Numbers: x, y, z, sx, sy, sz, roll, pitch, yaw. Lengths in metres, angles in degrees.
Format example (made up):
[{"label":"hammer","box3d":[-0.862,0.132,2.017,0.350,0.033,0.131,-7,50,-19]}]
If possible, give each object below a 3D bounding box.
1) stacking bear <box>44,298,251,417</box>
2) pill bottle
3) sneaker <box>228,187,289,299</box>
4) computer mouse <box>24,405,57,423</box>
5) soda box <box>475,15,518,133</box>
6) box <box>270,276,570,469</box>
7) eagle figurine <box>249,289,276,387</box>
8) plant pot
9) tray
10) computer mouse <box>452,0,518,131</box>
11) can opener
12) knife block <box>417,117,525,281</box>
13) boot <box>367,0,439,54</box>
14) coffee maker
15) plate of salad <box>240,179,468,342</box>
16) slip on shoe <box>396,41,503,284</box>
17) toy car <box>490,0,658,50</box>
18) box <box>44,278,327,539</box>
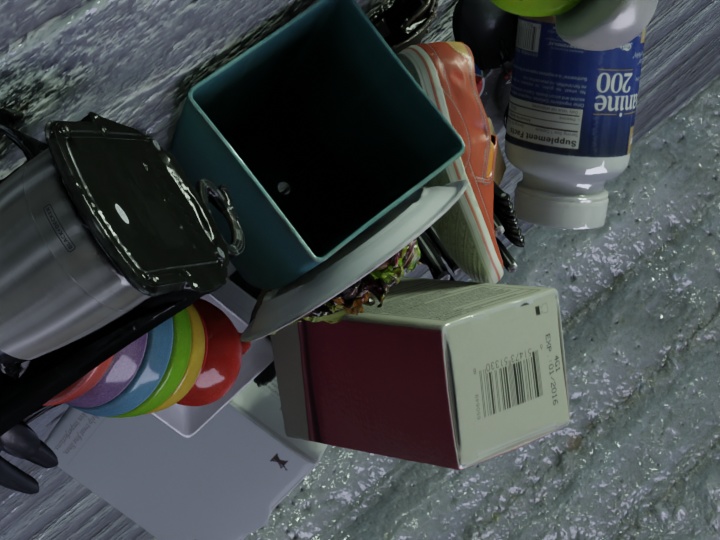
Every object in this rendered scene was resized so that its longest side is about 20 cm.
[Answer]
[{"label":"stacking bear","box3d":[-0.158,0.050,1.165,0.121,0.114,0.200,-44,152,17]},{"label":"pill bottle","box3d":[0.185,-0.142,1.429,0.111,0.110,0.201,-26,124,-63]},{"label":"sneaker","box3d":[-0.071,-0.008,1.568,0.200,0.090,0.070,-45,171,28]},{"label":"computer mouse","box3d":[-0.255,0.087,1.370,0.110,0.044,0.200,-32,168,-44]},{"label":"soda box","box3d":[0.113,-0.176,1.555,0.071,0.064,0.200,17,130,-37]},{"label":"box","box3d":[0.043,0.073,1.253,0.127,0.110,0.199,-16,-167,-40]},{"label":"eagle figurine","box3d":[-0.057,-0.011,1.394,0.151,0.152,0.200,-48,170,36]},{"label":"plant pot","box3d":[-0.050,-0.072,1.173,0.141,0.141,0.200,-38,179,-24]},{"label":"tray","box3d":[-0.162,0.043,1.257,0.107,0.022,0.200,-42,127,8]},{"label":"computer mouse","box3d":[0.132,-0.178,1.473,0.058,0.034,0.200,-33,138,-1]},{"label":"can opener","box3d":[-0.291,0.145,1.316,0.063,0.079,0.200,-44,162,-13]},{"label":"knife block","box3d":[0.048,-0.052,1.396,0.176,0.199,0.064,-62,145,-35]},{"label":"boot","box3d":[0.028,-0.162,1.322,0.200,0.069,0.174,-44,168,-40]},{"label":"coffee maker","box3d":[-0.182,0.020,0.925,0.200,0.135,0.192,-33,150,17]},{"label":"plate of salad","box3d":[0.000,0.000,1.181,0.200,0.048,0.200,-34,-172,5]},{"label":"slip on shoe","box3d":[0.080,-0.082,1.257,0.061,0.201,0.074,-23,-161,-20]},{"label":"toy car","box3d":[0.155,-0.267,1.127,0.200,0.175,0.150,-44,-152,17]},{"label":"box","box3d":[-0.146,0.131,1.482,0.199,0.200,0.131,-48,-171,37]}]
